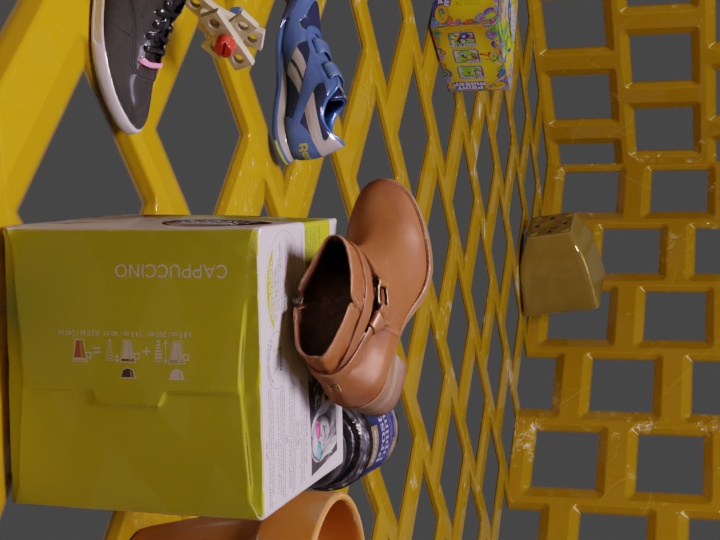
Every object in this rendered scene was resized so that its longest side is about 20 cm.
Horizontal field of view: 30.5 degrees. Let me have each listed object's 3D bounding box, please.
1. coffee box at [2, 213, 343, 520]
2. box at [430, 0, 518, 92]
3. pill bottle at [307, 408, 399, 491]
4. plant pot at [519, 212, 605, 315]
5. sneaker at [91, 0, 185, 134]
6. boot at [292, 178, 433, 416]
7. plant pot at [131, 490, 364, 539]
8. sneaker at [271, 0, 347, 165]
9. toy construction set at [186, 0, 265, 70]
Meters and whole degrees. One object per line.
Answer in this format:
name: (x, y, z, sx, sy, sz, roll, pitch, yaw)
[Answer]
coffee box: (-0.133, 0.062, 0.995, 0.198, 0.196, 0.204, -15, 105, -74)
box: (0.208, -0.460, 2.369, 0.193, 0.120, 0.203, 64, 30, -57)
pill bottle: (-0.029, 0.195, 1.538, 0.200, 0.110, 0.114, -4, 94, -75)
plant pot: (0.497, -0.029, 3.310, 0.195, 0.192, 0.203, -64, 144, -57)
sneaker: (-0.162, -0.214, 1.078, 0.071, 0.097, 0.204, -13, 104, -76)
boot: (0.000, 0.000, 0.988, 0.155, 0.072, 0.203, 48, 40, -63)
plant pot: (-0.105, 0.288, 1.130, 0.200, 0.180, 0.204, 0, 90, -75)
sneaker: (-0.052, -0.220, 1.505, 0.074, 0.081, 0.204, 26, 63, -71)
toy construction set: (-0.133, -0.279, 1.217, 0.132, 0.091, 0.202, 74, 12, -46)
